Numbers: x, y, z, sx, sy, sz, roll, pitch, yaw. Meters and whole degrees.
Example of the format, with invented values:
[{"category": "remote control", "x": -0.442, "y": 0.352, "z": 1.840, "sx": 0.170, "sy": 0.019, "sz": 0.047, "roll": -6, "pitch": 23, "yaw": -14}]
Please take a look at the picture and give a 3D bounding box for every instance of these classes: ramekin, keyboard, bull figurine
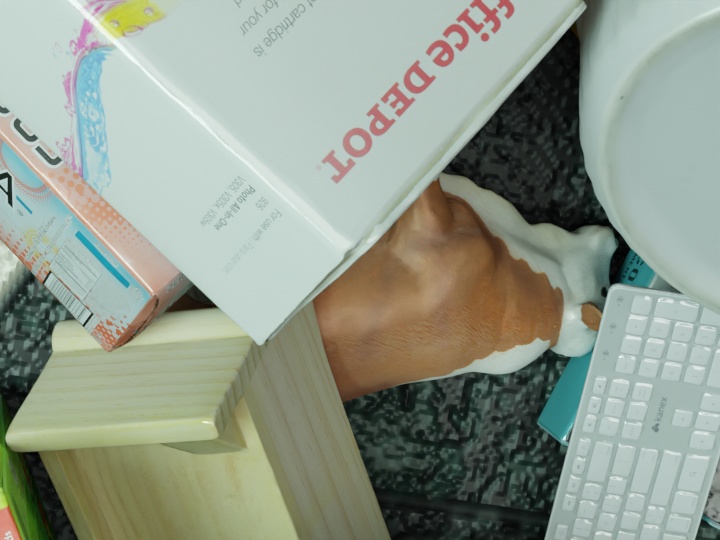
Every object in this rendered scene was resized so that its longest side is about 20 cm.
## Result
[{"category": "ramekin", "x": 0.164, "y": -0.061, "z": 0.883, "sx": 0.202, "sy": 0.094, "sz": 0.202, "roll": 10, "pitch": 136, "yaw": 10}, {"category": "keyboard", "x": 0.101, "y": 0.093, "z": 0.994, "sx": 0.056, "sy": 0.011, "sz": 0.200, "roll": 11, "pitch": 121, "yaw": 0}, {"category": "bull figurine", "x": 0.000, "y": 0.000, "z": 0.985, "sx": 0.200, "sy": 0.065, "sz": 0.121, "roll": -20, "pitch": 98, "yaw": -7}]

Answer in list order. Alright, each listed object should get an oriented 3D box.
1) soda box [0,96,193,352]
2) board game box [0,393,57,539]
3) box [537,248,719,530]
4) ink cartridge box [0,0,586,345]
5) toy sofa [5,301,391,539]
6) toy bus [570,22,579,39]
[{"category": "soda box", "x": -0.122, "y": -0.071, "z": 0.888, "sx": 0.200, "sy": 0.064, "sz": 0.068, "roll": 46, "pitch": 62, "yaw": 0}, {"category": "board game box", "x": -0.129, "y": 0.110, "z": 0.907, "sx": 0.048, "sy": 0.200, "sz": 0.102, "roll": -20, "pitch": 99, "yaw": -5}, {"category": "box", "x": 0.154, "y": -0.006, "z": 1.015, "sx": 0.082, "sy": 0.049, "sz": 0.200, "roll": 29, "pitch": 91, "yaw": -10}, {"category": "ink cartridge box", "x": -0.047, "y": -0.099, "z": 0.844, "sx": 0.200, "sy": 0.088, "sz": 0.145, "roll": 42, "pitch": 58, "yaw": 0}, {"category": "toy sofa", "x": -0.046, "y": 0.102, "z": 0.953, "sx": 0.083, "sy": 0.098, "sz": 0.200, "roll": -5, "pitch": 123, "yaw": 22}, {"category": "toy bus", "x": 0.053, "y": -0.152, "z": 0.975, "sx": 0.078, "sy": 0.065, "sz": 0.200, "roll": -33, "pitch": 100, "yaw": -4}]
